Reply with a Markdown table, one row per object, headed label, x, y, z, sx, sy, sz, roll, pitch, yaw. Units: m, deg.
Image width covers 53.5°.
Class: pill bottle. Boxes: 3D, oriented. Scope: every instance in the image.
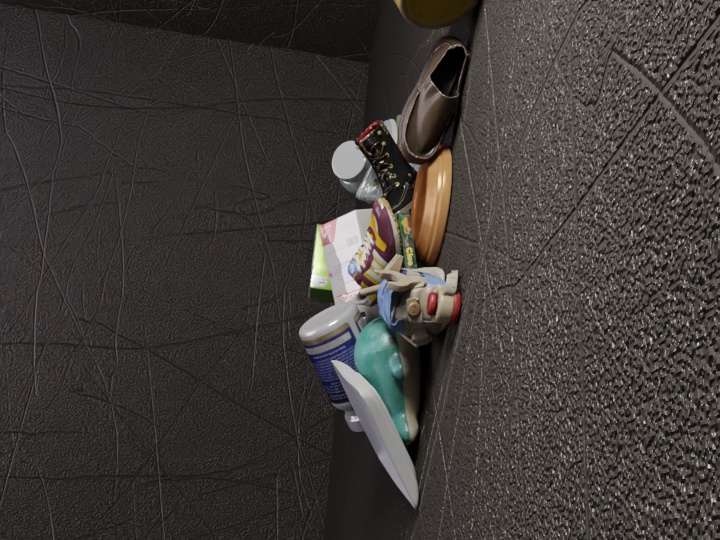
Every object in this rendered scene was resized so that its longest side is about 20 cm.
| label | x | y | z | sx | sy | sz | roll | pitch | yaw |
| --- | --- | --- | --- | --- | --- | --- | --- | --- | --- |
| pill bottle | 0.017 | -0.217 | 1.600 | 0.199 | 0.110 | 0.116 | 23 | -108 | -63 |
| pill bottle | -0.018 | 0.169 | 1.248 | 0.116 | 0.114 | 0.204 | -108 | -7 | -80 |

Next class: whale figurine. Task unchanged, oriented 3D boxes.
| label | x | y | z | sx | sy | sz | roll | pitch | yaw |
| --- | --- | --- | --- | --- | --- | --- | --- | --- | --- |
| whale figurine | 0.045 | 0.175 | 1.141 | 0.159 | 0.101 | 0.205 | 102 | 163 | -73 |

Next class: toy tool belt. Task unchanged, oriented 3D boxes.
| label | x | y | z | sx | sy | sz | roll | pitch | yaw |
| --- | --- | --- | --- | --- | --- | --- | --- | --- | --- |
| toy tool belt | 0.064 | 0.043 | 1.020 | 0.200 | 0.120 | 0.128 | -173 | 90 | -85 |

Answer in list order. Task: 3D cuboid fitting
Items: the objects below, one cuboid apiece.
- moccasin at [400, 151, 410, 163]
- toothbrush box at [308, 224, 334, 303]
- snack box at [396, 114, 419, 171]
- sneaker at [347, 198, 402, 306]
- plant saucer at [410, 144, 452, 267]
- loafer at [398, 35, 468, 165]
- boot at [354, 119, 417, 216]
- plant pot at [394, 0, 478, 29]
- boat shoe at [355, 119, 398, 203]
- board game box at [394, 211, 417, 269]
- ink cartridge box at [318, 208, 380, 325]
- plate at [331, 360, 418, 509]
| label | x | y | z | sx | sy | sz | roll | pitch | yaw |
| --- | --- | --- | --- | --- | --- | --- | --- | --- | --- |
| moccasin | 0.111 | -0.237 | 1.246 | 0.201 | 0.072 | 0.079 | 134 | 152 | -67 |
| toothbrush box | -0.009 | -0.006 | 1.554 | 0.086 | 0.195 | 0.149 | 112 | 165 | -68 |
| snack box | 0.094 | -0.220 | 1.500 | 0.142 | 0.052 | 0.205 | -103 | 20 | -79 |
| sneaker | 0.021 | -0.022 | 1.184 | 0.076 | 0.088 | 0.204 | -107 | 8 | -56 |
| plant saucer | 0.112 | -0.108 | 1.187 | 0.200 | 0.036 | 0.206 | -172 | 90 | -85 |
| loafer | 0.112 | -0.264 | 1.101 | 0.071 | 0.071 | 0.205 | -124 | 49 | -76 |
| boot | 0.047 | -0.184 | 1.323 | 0.152 | 0.072 | 0.201 | 54 | -150 | -17 |
| plant pot | 0.101 | -0.479 | 1.068 | 0.202 | 0.196 | 0.193 | 105 | 155 | -60 |
| boat shoe | 0.037 | -0.227 | 1.467 | 0.075 | 0.063 | 0.206 | 111 | 171 | -66 |
| board game box | 0.080 | 0.009 | 1.194 | 0.105 | 0.023 | 0.206 | 155 | 107 | -87 |
| ink cartridge box | 0.000 | 0.000 | 1.325 | 0.115 | 0.067 | 0.205 | -18 | 82 | 47 |
| plate | 0.027 | 0.242 | 1.112 | 0.203 | 0.032 | 0.200 | 65 | 170 | -13 |
